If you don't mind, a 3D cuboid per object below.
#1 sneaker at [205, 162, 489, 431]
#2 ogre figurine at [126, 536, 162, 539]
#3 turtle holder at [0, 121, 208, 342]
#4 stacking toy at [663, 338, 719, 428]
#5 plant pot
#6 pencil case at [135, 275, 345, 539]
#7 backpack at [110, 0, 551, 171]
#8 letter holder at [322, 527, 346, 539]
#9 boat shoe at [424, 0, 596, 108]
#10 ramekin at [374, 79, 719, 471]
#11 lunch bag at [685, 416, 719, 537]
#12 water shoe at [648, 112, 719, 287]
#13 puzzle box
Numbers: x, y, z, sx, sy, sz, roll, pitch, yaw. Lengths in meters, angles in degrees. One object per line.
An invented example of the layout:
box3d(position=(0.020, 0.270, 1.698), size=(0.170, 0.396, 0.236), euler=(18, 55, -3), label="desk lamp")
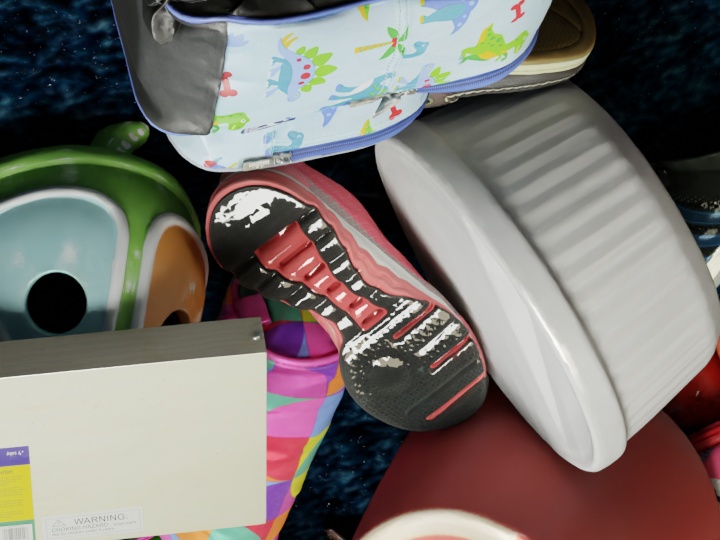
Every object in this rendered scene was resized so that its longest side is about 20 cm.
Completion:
box3d(position=(0.000, 0.000, 1.428), size=(0.074, 0.087, 0.200), euler=(-33, 120, 20), label="sneaker")
box3d(position=(-0.086, 0.222, 1.609), size=(0.097, 0.200, 0.121), euler=(-15, 121, -13), label="ogre figurine")
box3d(position=(-0.167, 0.013, 1.383), size=(0.184, 0.132, 0.141), euler=(5, 136, -18), label="turtle holder")
box3d(position=(0.249, 0.030, 1.549), size=(0.199, 0.086, 0.085), euler=(-26, 137, 23), label="stacking toy")
box3d(position=(0.078, 0.165, 1.470), size=(0.199, 0.177, 0.202), euler=(6, 107, 21), label="plant pot")
box3d(position=(-0.062, 0.085, 1.525), size=(0.088, 0.089, 0.201), euler=(6, 133, -19), label="pencil case")
box3d(position=(-0.015, -0.147, 1.214), size=(0.199, 0.184, 0.147), euler=(-10, 147, -14), label="backpack")
box3d(position=(0.023, 0.231, 1.705), size=(0.100, 0.142, 0.201), euler=(-40, 139, -16), label="letter holder")
box3d(position=(0.014, -0.110, 1.345), size=(0.198, 0.074, 0.065), euler=(3, 142, -3), label="boat shoe")
box3d(position=(0.099, -0.007, 1.383), size=(0.094, 0.203, 0.203), euler=(-32, 138, -8), label="ramekin")
box3d(position=(0.232, 0.139, 1.612), size=(0.176, 0.082, 0.199), euler=(-32, 157, 34), label="lunch bag")
box3d(position=(0.180, -0.041, 1.471), size=(0.079, 0.072, 0.200), euler=(39, 123, -10), label="water shoe")
box3d(position=(-0.144, 0.084, 1.347), size=(0.198, 0.026, 0.134), euler=(-5, 137, -8), label="puzzle box")
